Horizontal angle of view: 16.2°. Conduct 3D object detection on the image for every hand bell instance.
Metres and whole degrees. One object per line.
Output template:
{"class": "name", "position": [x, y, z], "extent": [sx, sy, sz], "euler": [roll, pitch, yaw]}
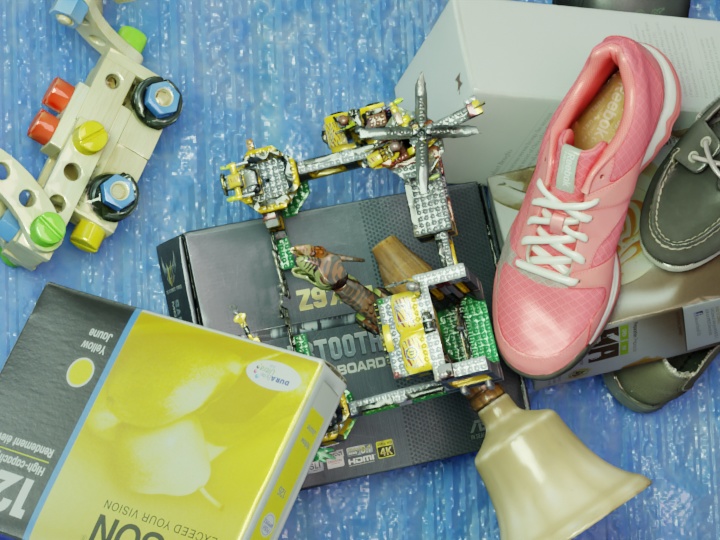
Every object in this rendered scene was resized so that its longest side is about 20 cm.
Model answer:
{"class": "hand bell", "position": [0.069, 0.066, 1.447], "extent": [0.104, 0.104, 0.201], "euler": [-30, 82, -23]}

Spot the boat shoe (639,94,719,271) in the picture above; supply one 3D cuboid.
{"class": "boat shoe", "position": [0.227, -0.086, 1.443], "extent": [0.067, 0.057, 0.200], "euler": [38, 73, 23]}

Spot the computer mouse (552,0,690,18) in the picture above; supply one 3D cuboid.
{"class": "computer mouse", "position": [0.164, -0.213, 1.584], "extent": [0.138, 0.053, 0.202], "euler": [2, 82, -23]}

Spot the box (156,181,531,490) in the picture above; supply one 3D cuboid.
{"class": "box", "position": [-0.008, 0.042, 1.479], "extent": [0.199, 0.051, 0.159], "euler": [-10, 85, -24]}

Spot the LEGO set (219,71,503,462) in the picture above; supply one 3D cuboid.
{"class": "LEGO set", "position": [0.000, 0.000, 1.371], "extent": [0.153, 0.116, 0.202], "euler": [-6, 83, 8]}

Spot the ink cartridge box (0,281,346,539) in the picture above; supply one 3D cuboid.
{"class": "ink cartridge box", "position": [-0.131, 0.119, 1.352], "extent": [0.201, 0.197, 0.047], "euler": [-64, 147, -18]}

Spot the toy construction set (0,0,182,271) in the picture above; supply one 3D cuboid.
{"class": "toy construction set", "position": [-0.174, -0.086, 1.415], "extent": [0.131, 0.092, 0.201], "euler": [29, 84, -15]}

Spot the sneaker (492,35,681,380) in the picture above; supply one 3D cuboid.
{"class": "sneaker", "position": [0.114, -0.040, 1.403], "extent": [0.073, 0.087, 0.201], "euler": [18, 86, 20]}

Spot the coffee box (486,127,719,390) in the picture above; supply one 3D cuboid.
{"class": "coffee box", "position": [0.184, -0.014, 1.491], "extent": [0.199, 0.080, 0.115], "euler": [-13, 65, 0]}

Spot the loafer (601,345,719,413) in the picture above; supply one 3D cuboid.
{"class": "loafer", "position": [0.228, 0.005, 1.569], "extent": [0.075, 0.070, 0.201], "euler": [39, 71, -13]}

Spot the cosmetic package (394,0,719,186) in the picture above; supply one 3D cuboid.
{"class": "cosmetic package", "position": [0.132, -0.101, 1.521], "extent": [0.199, 0.102, 0.072], "euler": [3, 59, -22]}
